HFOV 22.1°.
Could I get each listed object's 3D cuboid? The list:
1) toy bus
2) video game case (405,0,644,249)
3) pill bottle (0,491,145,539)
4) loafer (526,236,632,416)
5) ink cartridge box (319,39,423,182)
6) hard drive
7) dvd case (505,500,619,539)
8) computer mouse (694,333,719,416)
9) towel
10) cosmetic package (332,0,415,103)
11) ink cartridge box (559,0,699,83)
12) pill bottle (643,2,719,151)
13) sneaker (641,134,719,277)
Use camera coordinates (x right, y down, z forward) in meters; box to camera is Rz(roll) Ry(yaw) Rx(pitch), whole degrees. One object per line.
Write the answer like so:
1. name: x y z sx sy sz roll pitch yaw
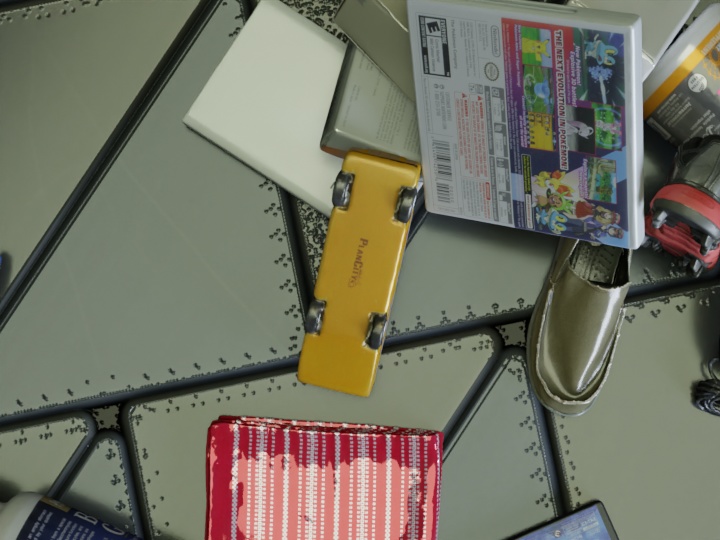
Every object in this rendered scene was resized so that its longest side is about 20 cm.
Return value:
1. toy bus: 0.000 0.000 1.508 0.065 0.078 0.200 13 104 4
2. video game case: 0.128 -0.116 1.415 0.182 0.023 0.200 11 130 24
3. pill bottle: -0.251 0.247 1.506 0.200 0.111 0.111 24 87 2
4. loafer: 0.184 0.022 1.537 0.075 0.070 0.200 9 86 1
5. ink cartridge box: 0.080 -0.145 1.548 0.200 0.050 0.163 21 68 -13
6. hard drive: -0.032 -0.126 1.570 0.200 0.026 0.132 33 87 3
7. dvd case: 0.177 0.311 1.545 0.142 0.018 0.200 -23 86 -2
8. computer mouse: 0.343 0.044 1.494 0.138 0.053 0.200 3 117 11
9. towel: -0.033 0.199 1.552 0.199 0.022 0.145 3 87 1
10. cosmetic package: 0.083 -0.240 1.515 0.105 0.071 0.200 47 63 3
11. ink cartridge box: 0.200 -0.190 1.467 0.084 0.146 0.200 37 47 1
12. pill bottle: 0.327 -0.116 1.521 0.200 0.116 0.116 42 88 3
13. sneaker: 0.272 -0.055 1.477 0.071 0.200 0.098 30 83 8
